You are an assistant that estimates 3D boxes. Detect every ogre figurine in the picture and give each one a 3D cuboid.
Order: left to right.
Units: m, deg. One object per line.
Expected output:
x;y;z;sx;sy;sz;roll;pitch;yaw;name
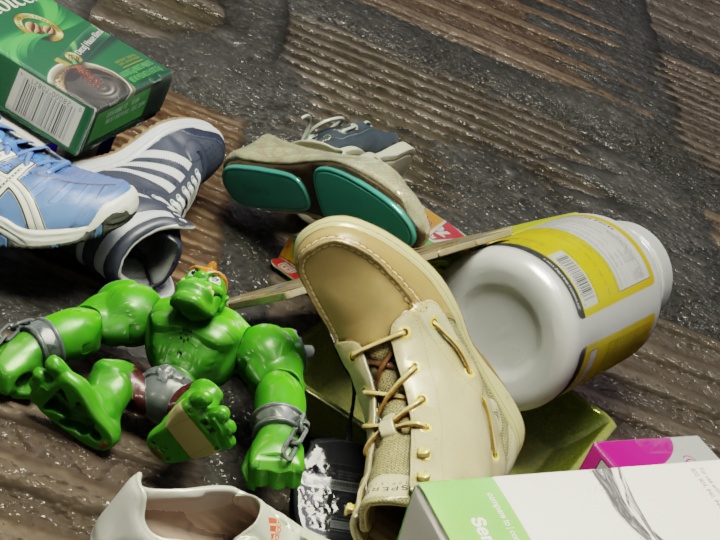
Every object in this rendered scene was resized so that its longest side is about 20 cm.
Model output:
-0.115;0.060;1.068;0.199;0.098;0.120;0;32;22;ogre figurine

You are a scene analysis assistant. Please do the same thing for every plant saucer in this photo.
0.052;0.100;1.187;0.200;0.048;0.200;32;27;13;plant saucer

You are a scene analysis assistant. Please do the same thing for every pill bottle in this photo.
0.141;0.022;1.228;0.112;0.112;0.200;37;28;21;pill bottle

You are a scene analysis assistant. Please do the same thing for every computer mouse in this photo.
-0.010;0.098;1.082;0.058;0.034;0.200;12;56;-9;computer mouse

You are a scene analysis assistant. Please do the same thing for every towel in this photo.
0.081;-0.013;1.289;0.086;0.018;0.200;-11;4;35;towel

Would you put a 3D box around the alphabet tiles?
0.000;0.000;1.184;0.200;0.006;0.166;-16;3;-38;alphabet tiles

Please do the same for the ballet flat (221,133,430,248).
-0.018;-0.067;1.273;0.200;0.068;0.062;18;47;38;ballet flat

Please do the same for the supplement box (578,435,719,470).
0.212;0.203;1.085;0.101;0.104;0.200;2;37;-38;supplement box

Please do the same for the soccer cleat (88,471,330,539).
-0.048;0.160;0.958;0.199;0.078;0.069;14;29;-23;soccer cleat

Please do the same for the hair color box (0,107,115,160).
-0.287;-0.128;1.280;0.200;0.065;0.109;35;28;12;hair color box

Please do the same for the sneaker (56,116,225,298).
-0.138;-0.043;1.250;0.108;0.070;0.200;33;34;23;sneaker

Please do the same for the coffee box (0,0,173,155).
-0.247;-0.161;1.257;0.200;0.044;0.123;32;27;10;coffee box

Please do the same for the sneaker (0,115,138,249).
-0.240;-0.065;1.137;0.199;0.077;0.076;10;20;6;sneaker

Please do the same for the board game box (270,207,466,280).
0.019;-0.010;1.382;0.095;0.030;0.200;35;30;18;board game box

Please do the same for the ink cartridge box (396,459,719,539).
0.115;0.185;0.944;0.199;0.146;0.084;-1;35;-24;ink cartridge box

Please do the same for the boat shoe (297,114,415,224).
-0.021;-0.089;1.432;0.062;0.075;0.200;36;27;16;boat shoe

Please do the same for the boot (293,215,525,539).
0.018;0.078;1.011;0.200;0.073;0.156;55;28;-20;boot
